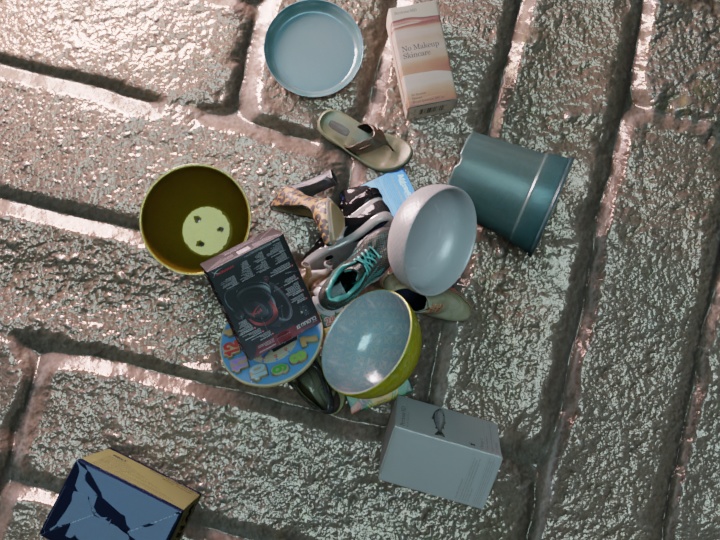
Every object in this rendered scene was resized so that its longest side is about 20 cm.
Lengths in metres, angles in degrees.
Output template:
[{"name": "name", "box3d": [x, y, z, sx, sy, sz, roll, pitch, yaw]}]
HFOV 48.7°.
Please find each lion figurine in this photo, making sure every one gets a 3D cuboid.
[{"name": "lion figurine", "box3d": [-0.147, 0.006, 1.491, 0.199, 0.072, 0.123, 33, 123, 6]}]

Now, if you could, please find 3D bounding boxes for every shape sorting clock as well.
[{"name": "shape sorting clock", "box3d": [-0.166, 0.124, 1.473, 0.198, 0.039, 0.201, -8, 55, 12]}]

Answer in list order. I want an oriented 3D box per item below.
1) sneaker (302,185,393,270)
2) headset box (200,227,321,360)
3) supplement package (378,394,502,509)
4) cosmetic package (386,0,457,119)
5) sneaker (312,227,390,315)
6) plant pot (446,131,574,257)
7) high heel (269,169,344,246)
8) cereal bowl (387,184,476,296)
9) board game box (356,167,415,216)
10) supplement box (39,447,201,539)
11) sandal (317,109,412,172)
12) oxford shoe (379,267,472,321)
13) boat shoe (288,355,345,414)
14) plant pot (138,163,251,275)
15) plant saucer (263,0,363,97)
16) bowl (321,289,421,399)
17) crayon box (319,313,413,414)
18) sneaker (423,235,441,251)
[{"name": "sneaker", "box3d": [-0.035, -0.087, 1.528, 0.199, 0.073, 0.112, -31, 61, 15]}, {"name": "headset box", "box3d": [-0.170, 0.050, 1.398, 0.148, 0.075, 0.201, -28, 110, -14]}, {"name": "supplement package", "box3d": [0.143, 0.327, 1.441, 0.198, 0.117, 0.118, 16, 111, -1]}, {"name": "cosmetic package", "box3d": [0.119, -0.410, 1.558, 0.102, 0.087, 0.202, -12, 84, -2]}, {"name": "sneaker", "box3d": [0.000, 0.000, 1.411, 0.078, 0.091, 0.200, 42, 78, -1]}, {"name": "plant pot", "box3d": [0.270, -0.155, 1.492, 0.195, 0.200, 0.201, 24, 83, 10]}, {"name": "high heel", "box3d": [-0.104, -0.093, 1.478, 0.142, 0.072, 0.201, -23, 42, 16]}, {"name": "cereal bowl", "box3d": [0.117, -0.060, 1.421, 0.083, 0.200, 0.201, 20, 81, 42]}, {"name": "board game box", "box3d": [0.079, -0.094, 1.554, 0.102, 0.019, 0.201, -24, 85, -2]}, {"name": "supplement box", "box3d": [-0.408, 0.422, 1.386, 0.199, 0.200, 0.135, 26, 83, 1]}, {"name": "sandal", "box3d": [0.005, -0.254, 1.548, 0.200, 0.057, 0.080, 25, 78, 5]}, {"name": "oxford shoe", "box3d": [0.126, 0.062, 1.487, 0.199, 0.074, 0.071, 19, 116, -20]}, {"name": "boat shoe", "box3d": [-0.106, 0.184, 1.476, 0.200, 0.065, 0.073, 44, 97, 17]}, {"name": "plant pot", "box3d": [-0.296, -0.084, 1.478, 0.198, 0.142, 0.202, 0, 84, -2]}, {"name": "plant saucer", "box3d": [-0.093, -0.439, 1.584, 0.198, 0.027, 0.202, 0, 83, -2]}, {"name": "bowl", "box3d": [0.039, 0.147, 1.418, 0.108, 0.200, 0.201, 37, 81, -40]}, {"name": "crayon box", "box3d": [0.009, 0.156, 1.507, 0.126, 0.051, 0.201, -20, 84, -4]}, {"name": "sneaker", "box3d": [0.069, -0.018, 1.500, 0.200, 0.074, 0.087, -38, 88, -1]}]
